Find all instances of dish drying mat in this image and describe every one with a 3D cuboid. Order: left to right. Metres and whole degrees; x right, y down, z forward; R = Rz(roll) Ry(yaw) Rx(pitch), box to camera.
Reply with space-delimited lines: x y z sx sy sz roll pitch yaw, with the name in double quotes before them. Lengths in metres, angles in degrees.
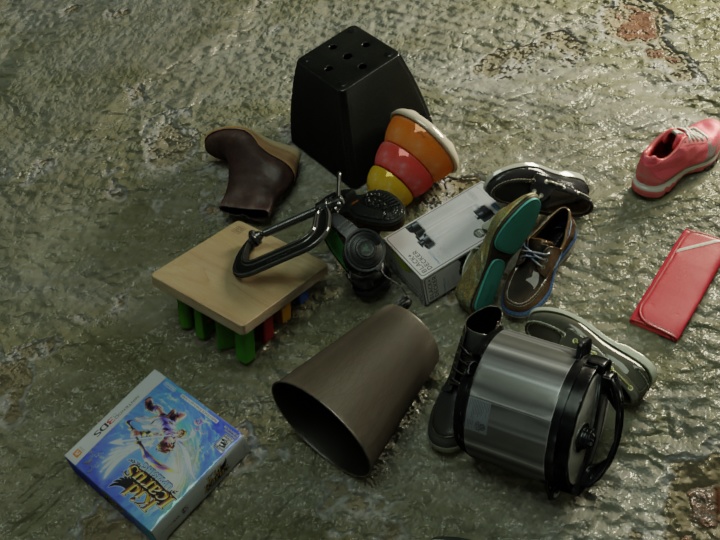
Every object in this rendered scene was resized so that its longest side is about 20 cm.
"dish drying mat" 0.472 0.016 1.499 0.076 0.018 0.201 23 57 28

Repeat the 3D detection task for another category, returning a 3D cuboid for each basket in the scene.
"basket" 0.007 0.152 1.404 0.179 0.137 0.200 34 57 20

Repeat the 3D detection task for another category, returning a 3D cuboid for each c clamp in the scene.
"c clamp" -0.109 -0.060 1.563 0.197 0.027 0.172 -25 32 12

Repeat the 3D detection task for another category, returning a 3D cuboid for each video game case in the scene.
"video game case" -0.286 0.256 1.430 0.198 0.046 0.181 28 60 32

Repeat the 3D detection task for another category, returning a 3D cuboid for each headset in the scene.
"headset" 0.000 0.000 1.550 0.094 0.124 0.199 -40 59 -16

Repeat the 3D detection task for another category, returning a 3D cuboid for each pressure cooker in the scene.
"pressure cooker" 0.235 0.182 1.294 0.197 0.177 0.180 15 56 28

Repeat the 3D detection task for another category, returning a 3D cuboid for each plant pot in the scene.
"plant pot" -0.007 -0.303 1.785 0.199 0.179 0.199 -34 51 -20

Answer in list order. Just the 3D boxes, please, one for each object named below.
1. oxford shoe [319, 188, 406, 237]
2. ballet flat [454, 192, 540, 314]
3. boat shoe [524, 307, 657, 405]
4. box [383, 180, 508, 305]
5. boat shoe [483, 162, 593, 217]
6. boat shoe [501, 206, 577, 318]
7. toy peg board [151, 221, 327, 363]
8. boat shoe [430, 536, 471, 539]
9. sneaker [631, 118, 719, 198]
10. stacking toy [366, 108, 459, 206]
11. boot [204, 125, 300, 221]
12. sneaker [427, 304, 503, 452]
"oxford shoe" 0.015 -0.078 1.597 0.072 0.085 0.199 -36 24 -23
"ballet flat" 0.197 -0.033 1.515 0.070 0.070 0.203 32 102 34
"boat shoe" 0.308 0.117 1.407 0.200 0.073 0.060 29 54 28
"box" 0.148 -0.045 1.597 0.198 0.061 0.117 -30 49 -14
"boat shoe" 0.281 -0.118 1.589 0.197 0.074 0.061 5 50 -33
"boat shoe" 0.266 -0.018 1.538 0.071 0.073 0.201 17 54 25
"toy peg board" -0.185 0.038 1.589 0.198 0.099 0.198 25 42 29
"boat shoe" 0.170 0.364 1.233 0.196 0.073 0.067 7 13 27
"sneaker" 0.519 -0.197 1.635 0.199 0.088 0.074 -36 52 -20
"stacking toy" 0.055 -0.153 1.690 0.145 0.146 0.201 34 79 35
"boot" -0.214 -0.171 1.779 0.196 0.073 0.168 13 50 18
"sneaker" 0.142 0.144 1.395 0.074 0.107 0.201 15 53 24
